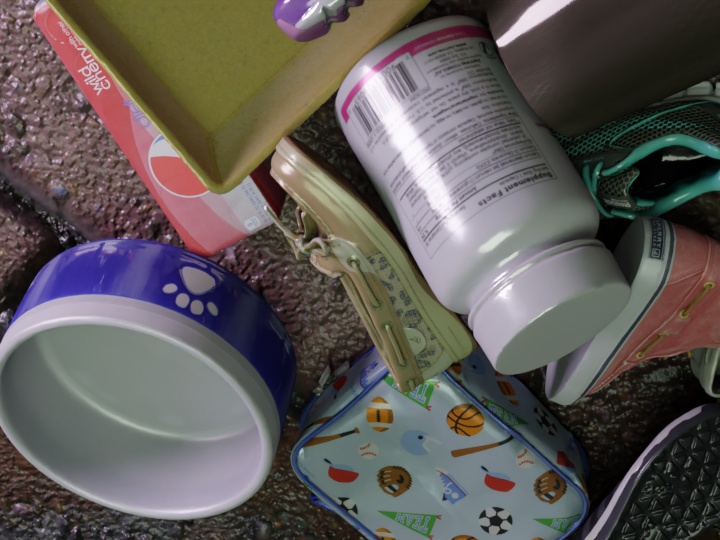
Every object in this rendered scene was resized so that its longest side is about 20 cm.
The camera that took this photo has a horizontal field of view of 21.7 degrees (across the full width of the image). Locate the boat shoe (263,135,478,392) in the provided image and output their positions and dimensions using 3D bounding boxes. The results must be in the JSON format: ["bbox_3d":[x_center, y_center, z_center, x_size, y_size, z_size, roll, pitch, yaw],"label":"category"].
[{"bbox_3d":[0.000,0.000,1.177,0.063,0.073,0.200,-39,119,2],"label":"boat shoe"}]

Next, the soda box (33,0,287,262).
[{"bbox_3d":[-0.127,-0.110,1.222,0.070,0.064,0.201,-27,111,18],"label":"soda box"}]

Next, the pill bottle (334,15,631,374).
[{"bbox_3d":[0.075,-0.045,1.145,0.113,0.113,0.201,-38,67,22],"label":"pill bottle"}]

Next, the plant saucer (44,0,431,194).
[{"bbox_3d":[-0.085,-0.184,1.152,0.200,0.048,0.200,-44,106,-11],"label":"plant saucer"}]

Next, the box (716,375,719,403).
[{"bbox_3d":[0.343,0.110,1.282,0.198,0.050,0.076,1,115,6],"label":"box"}]

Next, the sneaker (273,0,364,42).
[{"bbox_3d":[0.002,-0.230,1.117,0.088,0.080,0.201,36,86,-5],"label":"sneaker"}]

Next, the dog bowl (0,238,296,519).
[{"bbox_3d":[-0.146,0.076,1.273,0.198,0.079,0.201,9,136,9],"label":"dog bowl"}]

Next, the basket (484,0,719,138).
[{"bbox_3d":[0.186,-0.172,1.115,0.199,0.180,0.137,-28,70,27],"label":"basket"}]

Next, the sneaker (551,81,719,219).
[{"bbox_3d":[0.154,-0.064,1.196,0.198,0.091,0.078,-17,112,15],"label":"sneaker"}]

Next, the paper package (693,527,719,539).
[{"bbox_3d":[0.197,0.308,1.367,0.198,0.104,0.192,-18,114,14],"label":"paper package"}]

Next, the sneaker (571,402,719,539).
[{"bbox_3d":[0.188,0.162,1.279,0.071,0.083,0.200,35,102,-14],"label":"sneaker"}]

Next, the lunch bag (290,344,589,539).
[{"bbox_3d":[0.052,0.135,1.316,0.200,0.076,0.160,42,116,-15],"label":"lunch bag"}]

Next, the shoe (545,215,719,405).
[{"bbox_3d":[0.191,0.038,1.224,0.090,0.072,0.200,14,147,-9],"label":"shoe"}]

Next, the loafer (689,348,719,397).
[{"bbox_3d":[0.288,0.005,1.224,0.070,0.070,0.201,29,117,-9],"label":"loafer"}]
